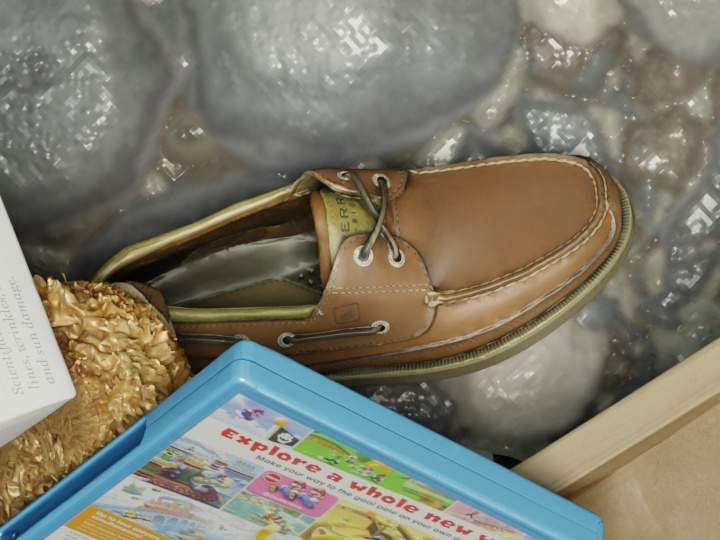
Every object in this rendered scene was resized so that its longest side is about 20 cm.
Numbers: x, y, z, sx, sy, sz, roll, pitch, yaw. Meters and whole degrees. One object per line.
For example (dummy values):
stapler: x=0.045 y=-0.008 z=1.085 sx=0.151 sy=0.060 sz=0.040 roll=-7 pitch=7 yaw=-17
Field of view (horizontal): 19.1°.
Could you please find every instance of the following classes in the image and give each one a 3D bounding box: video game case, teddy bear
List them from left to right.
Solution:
teddy bear: x=-0.119 y=0.055 z=0.761 sx=0.145 sy=0.067 sz=0.200 roll=46 pitch=138 yaw=16
video game case: x=-0.037 y=0.100 z=0.711 sx=0.143 sy=0.018 sz=0.200 roll=28 pitch=138 yaw=-25

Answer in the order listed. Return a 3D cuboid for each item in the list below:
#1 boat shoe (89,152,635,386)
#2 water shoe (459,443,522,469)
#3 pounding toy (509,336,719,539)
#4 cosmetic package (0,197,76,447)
boat shoe: x=0.000 y=0.000 z=0.764 sx=0.199 sy=0.068 sz=0.072 roll=-20 pitch=54 yaw=5
water shoe: x=0.030 y=0.168 z=0.797 sx=0.078 sy=0.072 sz=0.201 roll=18 pitch=99 yaw=-1
pounding toy: x=0.184 y=0.103 z=0.707 sx=0.200 sy=0.142 sz=0.185 roll=-35 pitch=72 yaw=28
cosmetic package: x=-0.182 y=0.028 z=0.701 sx=0.081 sy=0.200 sz=0.114 roll=-18 pitch=84 yaw=-37
